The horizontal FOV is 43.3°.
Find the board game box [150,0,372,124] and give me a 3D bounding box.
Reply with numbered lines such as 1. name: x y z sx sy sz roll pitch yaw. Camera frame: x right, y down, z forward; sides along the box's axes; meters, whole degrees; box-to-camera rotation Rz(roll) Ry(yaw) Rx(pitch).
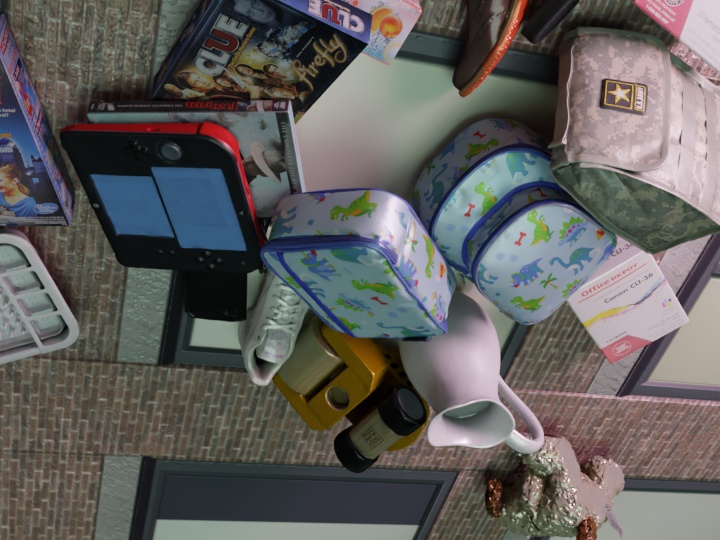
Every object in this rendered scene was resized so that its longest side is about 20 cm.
1. board game box: -0.097 -0.193 0.833 0.134 0.035 0.200 19 150 -24

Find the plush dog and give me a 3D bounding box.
1. plush dog: 0.283 0.353 1.365 0.199 0.162 0.171 25 144 -29

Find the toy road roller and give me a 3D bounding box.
1. toy road roller: 0.001 0.140 1.147 0.200 0.146 0.123 48 118 2

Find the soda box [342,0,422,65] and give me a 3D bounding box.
1. soda box: -0.045 -0.264 0.817 0.198 0.069 0.064 20 125 -25

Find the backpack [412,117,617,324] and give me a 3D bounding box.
1. backpack: 0.168 -0.056 0.985 0.199 0.148 0.183 31 114 -28

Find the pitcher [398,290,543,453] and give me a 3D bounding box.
1. pitcher: 0.133 0.125 1.091 0.170 0.201 0.121 25 121 -29

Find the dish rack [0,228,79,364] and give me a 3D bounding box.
1. dish rack: -0.428 0.032 1.000 0.198 0.044 0.173 -15 131 1

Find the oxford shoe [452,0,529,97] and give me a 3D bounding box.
1. oxford shoe: 0.127 -0.261 0.872 0.072 0.071 0.201 28 126 3

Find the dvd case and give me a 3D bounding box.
1. dvd case: -0.158 -0.109 0.909 0.197 0.022 0.147 0 140 5

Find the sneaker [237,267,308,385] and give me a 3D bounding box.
1. sneaker: -0.084 0.048 1.048 0.074 0.100 0.201 13 124 -19

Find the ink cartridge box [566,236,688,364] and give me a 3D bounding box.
1. ink cartridge box: 0.313 0.016 1.126 0.116 0.068 0.200 -32 128 15

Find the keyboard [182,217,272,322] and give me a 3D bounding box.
1. keyboard: -0.148 -0.031 1.019 0.103 0.040 0.202 8 125 2

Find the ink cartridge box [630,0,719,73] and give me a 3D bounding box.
1. ink cartridge box: 0.355 -0.312 0.853 0.145 0.085 0.200 25 119 -29

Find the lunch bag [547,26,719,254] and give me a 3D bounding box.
1. lunch bag: 0.275 -0.137 0.915 0.199 0.166 0.117 25 152 -28

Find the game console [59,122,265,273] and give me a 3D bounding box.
1. game console: -0.194 -0.068 0.923 0.174 0.031 0.201 0 139 7

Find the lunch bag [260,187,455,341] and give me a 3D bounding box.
1. lunch bag: 0.000 0.000 0.943 0.159 0.083 0.200 1 150 29

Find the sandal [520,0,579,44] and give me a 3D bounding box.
1. sandal: 0.214 -0.301 0.846 0.048 0.075 0.201 46 121 5

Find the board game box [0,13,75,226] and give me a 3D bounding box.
1. board game box: -0.381 -0.139 0.856 0.197 0.062 0.202 0 128 -11
